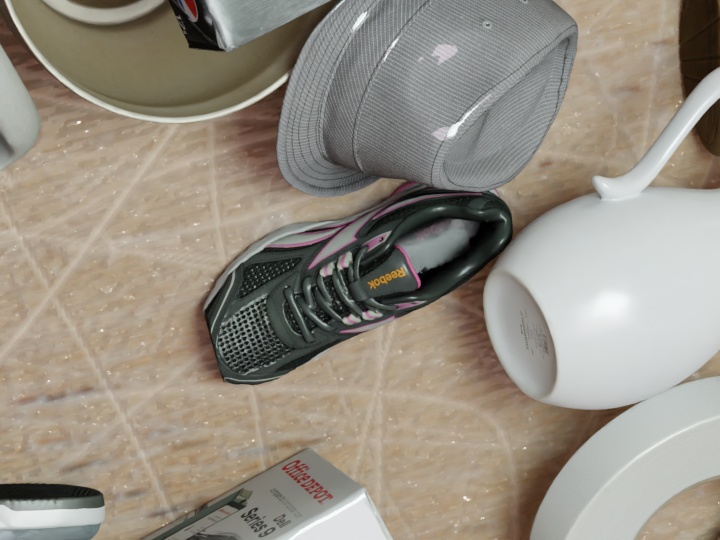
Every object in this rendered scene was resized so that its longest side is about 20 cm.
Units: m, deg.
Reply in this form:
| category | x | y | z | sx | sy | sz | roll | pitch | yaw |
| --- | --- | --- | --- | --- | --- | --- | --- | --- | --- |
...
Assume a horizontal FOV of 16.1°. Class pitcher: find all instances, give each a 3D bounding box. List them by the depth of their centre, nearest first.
| category | x | y | z | sx | sy | sz | roll | pitch | yaw |
| --- | --- | --- | --- | --- | --- | --- | --- | --- | --- |
| pitcher | 0.170 | -0.019 | 1.461 | 0.200 | 0.121 | 0.172 | -21 | 113 | -23 |

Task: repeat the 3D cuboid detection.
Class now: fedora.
| category | x | y | z | sx | sy | sz | roll | pitch | yaw |
| --- | --- | --- | --- | --- | --- | --- | --- | --- | --- |
| fedora | 0.053 | -0.102 | 1.419 | 0.200 | 0.090 | 0.177 | -30 | 146 | -45 |

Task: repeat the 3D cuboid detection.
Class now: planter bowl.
| category | x | y | z | sx | sy | sz | roll | pitch | yaw |
| --- | --- | --- | --- | --- | --- | --- | --- | --- | --- |
| planter bowl | -0.120 | -0.186 | 1.387 | 0.200 | 0.135 | 0.200 | -4 | 100 | -22 |

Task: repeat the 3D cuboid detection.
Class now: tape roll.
| category | x | y | z | sx | sy | sz | roll | pitch | yaw |
| --- | --- | --- | --- | --- | --- | --- | --- | --- | --- |
| tape roll | 0.197 | 0.152 | 1.522 | 0.203 | 0.037 | 0.203 | -14 | 130 | -18 |

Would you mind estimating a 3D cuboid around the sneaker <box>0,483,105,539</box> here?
| category | x | y | z | sx | sy | sz | roll | pitch | yaw |
| --- | --- | --- | --- | --- | --- | --- | --- | --- | --- |
| sneaker | -0.238 | 0.189 | 1.437 | 0.200 | 0.084 | 0.121 | -8 | 94 | -5 |

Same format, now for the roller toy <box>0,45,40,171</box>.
| category | x | y | z | sx | sy | sz | roll | pitch | yaw |
| --- | --- | --- | --- | --- | --- | --- | --- | --- | --- |
| roller toy | -0.260 | -0.117 | 1.343 | 0.140 | 0.200 | 0.183 | -33 | 114 | -7 |

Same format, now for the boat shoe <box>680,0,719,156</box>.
| category | x | y | z | sx | sy | sz | roll | pitch | yaw |
| --- | --- | --- | --- | --- | --- | --- | --- | --- | --- |
| boat shoe | 0.235 | -0.169 | 1.521 | 0.072 | 0.072 | 0.200 | -1 | 91 | -13 |

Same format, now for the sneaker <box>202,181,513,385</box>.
| category | x | y | z | sx | sy | sz | roll | pitch | yaw |
| --- | --- | --- | --- | --- | --- | --- | --- | --- | --- |
| sneaker | 0.000 | 0.000 | 1.473 | 0.200 | 0.086 | 0.080 | -33 | 102 | -8 |

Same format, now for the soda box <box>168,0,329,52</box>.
| category | x | y | z | sx | sy | sz | roll | pitch | yaw |
| --- | --- | --- | --- | --- | --- | --- | --- | --- | --- |
| soda box | -0.009 | -0.187 | 1.327 | 0.200 | 0.063 | 0.071 | -29 | 109 | -17 |

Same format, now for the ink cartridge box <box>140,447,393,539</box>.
| category | x | y | z | sx | sy | sz | roll | pitch | yaw |
| --- | --- | --- | --- | --- | --- | --- | --- | --- | --- |
| ink cartridge box | -0.080 | 0.191 | 1.448 | 0.200 | 0.146 | 0.084 | -29 | 102 | -10 |
